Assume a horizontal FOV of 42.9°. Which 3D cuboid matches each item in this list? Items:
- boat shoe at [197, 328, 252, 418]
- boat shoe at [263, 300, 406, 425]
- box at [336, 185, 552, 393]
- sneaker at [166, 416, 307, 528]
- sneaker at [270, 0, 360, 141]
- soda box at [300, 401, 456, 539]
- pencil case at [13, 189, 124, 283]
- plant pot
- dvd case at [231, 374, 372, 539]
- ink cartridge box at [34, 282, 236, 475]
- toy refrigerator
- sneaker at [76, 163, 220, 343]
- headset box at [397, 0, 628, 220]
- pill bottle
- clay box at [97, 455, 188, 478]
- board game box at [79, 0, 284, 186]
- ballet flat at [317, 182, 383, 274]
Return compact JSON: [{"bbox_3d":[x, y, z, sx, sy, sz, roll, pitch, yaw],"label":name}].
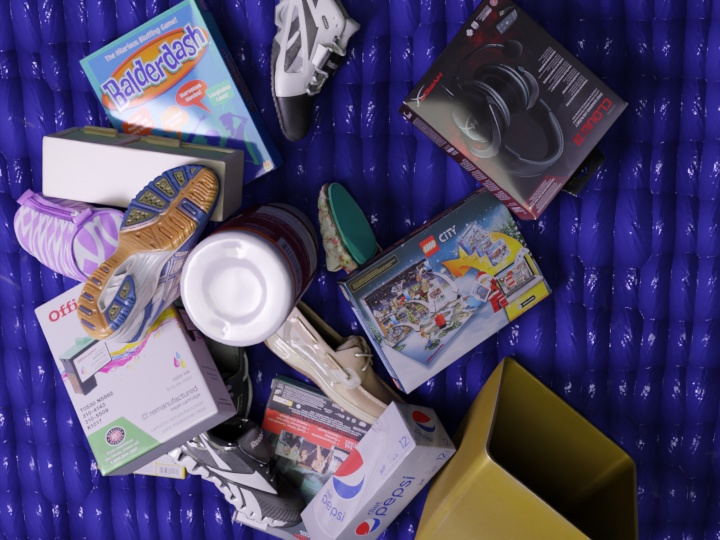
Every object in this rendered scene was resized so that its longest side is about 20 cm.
[{"bbox_3d":[-0.166,0.111,1.076,0.074,0.060,0.204,2,105,7],"label":"boat shoe"},{"bbox_3d":[-0.018,0.107,1.051,0.199,0.072,0.065,37,105,1],"label":"boat shoe"},{"bbox_3d":[0.092,0.018,0.986,0.198,0.038,0.138,-32,99,-11],"label":"box"},{"bbox_3d":[-0.131,0.224,1.066,0.199,0.067,0.091,38,112,-13],"label":"sneaker"},{"bbox_3d":[-0.046,-0.235,0.961,0.087,0.074,0.204,6,106,8],"label":"sneaker"},{"bbox_3d":[0.016,0.240,1.036,0.068,0.064,0.201,14,123,-40],"label":"soda box"},{"bbox_3d":[-0.311,-0.038,0.992,0.084,0.199,0.086,-52,124,-19],"label":"pencil case"},{"bbox_3d":[0.170,0.257,1.008,0.199,0.200,0.177,38,117,-3],"label":"plant pot"},{"bbox_3d":[-0.064,0.241,1.118,0.144,0.022,0.203,18,106,3],"label":"dvd case"},{"bbox_3d":[-0.247,0.100,1.008,0.143,0.084,0.202,-28,77,1],"label":"ink cartridge box"},{"bbox_3d":[-0.229,-0.107,0.973,0.196,0.076,0.071,8,107,7],"label":"toy refrigerator"},{"bbox_3d":[-0.204,-0.016,0.927,0.075,0.088,0.201,37,90,23],"label":"sneaker"},{"bbox_3d":[0.159,-0.159,0.935,0.199,0.077,0.149,41,92,-3],"label":"headset box"},{"bbox_3d":[-0.107,-0.006,0.965,0.112,0.200,0.116,2,105,7],"label":"pill bottle"},{"bbox_3d":[-0.259,0.144,1.105,0.113,0.048,0.204,5,104,6],"label":"clay box"},{"bbox_3d":[-0.196,-0.174,1.013,0.150,0.045,0.202,-25,100,14],"label":"board game box"},{"bbox_3d":[0.000,0.000,1.021,0.063,0.076,0.202,-31,96,32],"label":"ballet flat"}]
